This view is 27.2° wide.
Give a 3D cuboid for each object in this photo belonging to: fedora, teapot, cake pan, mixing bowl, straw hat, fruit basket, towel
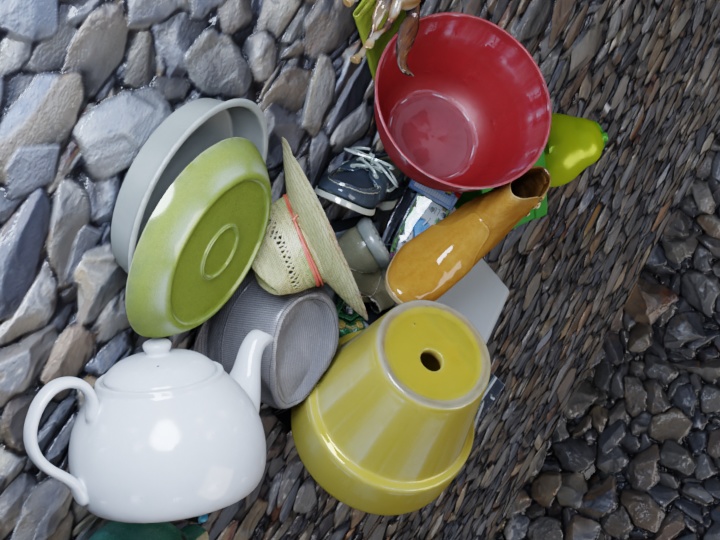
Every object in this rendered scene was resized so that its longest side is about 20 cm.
[{"bbox_3d":[-0.086,0.074,1.564,0.176,0.090,0.202,-11,126,-43],"label":"fedora"},{"bbox_3d":[-0.185,0.137,1.373,0.200,0.195,0.148,-62,147,-76],"label":"teapot"},{"bbox_3d":[-0.155,-0.068,1.332,0.201,0.037,0.201,-51,158,-29],"label":"cake pan"},{"bbox_3d":[0.094,-0.165,1.604,0.201,0.200,0.108,-52,-176,-24],"label":"mixing bowl"},{"bbox_3d":[-0.072,-0.023,1.465,0.084,0.202,0.201,-24,154,-5],"label":"straw hat"},{"bbox_3d":[0.212,-0.156,1.952,0.215,0.156,0.216,-37,156,-20],"label":"fruit basket"},{"bbox_3d":[0.035,-0.250,1.591,0.086,0.018,0.200,-57,160,-14],"label":"towel"}]

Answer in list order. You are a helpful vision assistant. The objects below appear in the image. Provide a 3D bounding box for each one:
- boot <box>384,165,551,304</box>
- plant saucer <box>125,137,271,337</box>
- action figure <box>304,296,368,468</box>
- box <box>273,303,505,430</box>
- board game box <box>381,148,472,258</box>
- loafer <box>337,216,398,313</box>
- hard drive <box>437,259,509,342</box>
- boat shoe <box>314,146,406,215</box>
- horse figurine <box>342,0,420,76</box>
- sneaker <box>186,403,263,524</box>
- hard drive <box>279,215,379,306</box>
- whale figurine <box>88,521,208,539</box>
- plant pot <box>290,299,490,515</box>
[{"bbox_3d":[0.119,-0.045,1.614,0.201,0.071,0.144,-38,177,-45],"label":"boot"},{"bbox_3d":[-0.136,-0.023,1.340,0.200,0.031,0.201,-51,158,-30],"label":"plant saucer"},{"bbox_3d":[-0.014,0.126,1.736,0.117,0.055,0.202,-1,84,-31],"label":"action figure"},{"bbox_3d":[0.036,0.161,1.849,0.197,0.200,0.124,-52,-170,-25],"label":"box"},{"bbox_3d":[0.081,-0.089,1.765,0.201,0.061,0.200,-62,-179,2],"label":"board game box"},{"bbox_3d":[0.000,0.000,1.694,0.069,0.076,0.200,-27,157,-2],"label":"loafer"},{"bbox_3d":[0.104,0.059,1.802,0.132,0.027,0.201,47,51,-26],"label":"hard drive"},{"bbox_3d":[0.008,-0.101,1.643,0.062,0.075,0.200,-64,162,13],"label":"boat shoe"},{"bbox_3d":[0.026,-0.284,1.452,0.133,0.050,0.201,-54,147,-21],"label":"horse figurine"},{"bbox_3d":[-0.151,0.196,1.639,0.200,0.081,0.074,-51,157,-30],"label":"sneaker"},{"bbox_3d":[-0.054,0.012,1.706,0.200,0.033,0.141,-19,134,-63],"label":"hard drive"},{"bbox_3d":[-0.238,0.307,1.580,0.158,0.104,0.200,-34,-179,0],"label":"whale figurine"},{"bbox_3d":[0.045,0.134,1.594,0.201,0.200,0.189,-46,173,-37],"label":"plant pot"}]
